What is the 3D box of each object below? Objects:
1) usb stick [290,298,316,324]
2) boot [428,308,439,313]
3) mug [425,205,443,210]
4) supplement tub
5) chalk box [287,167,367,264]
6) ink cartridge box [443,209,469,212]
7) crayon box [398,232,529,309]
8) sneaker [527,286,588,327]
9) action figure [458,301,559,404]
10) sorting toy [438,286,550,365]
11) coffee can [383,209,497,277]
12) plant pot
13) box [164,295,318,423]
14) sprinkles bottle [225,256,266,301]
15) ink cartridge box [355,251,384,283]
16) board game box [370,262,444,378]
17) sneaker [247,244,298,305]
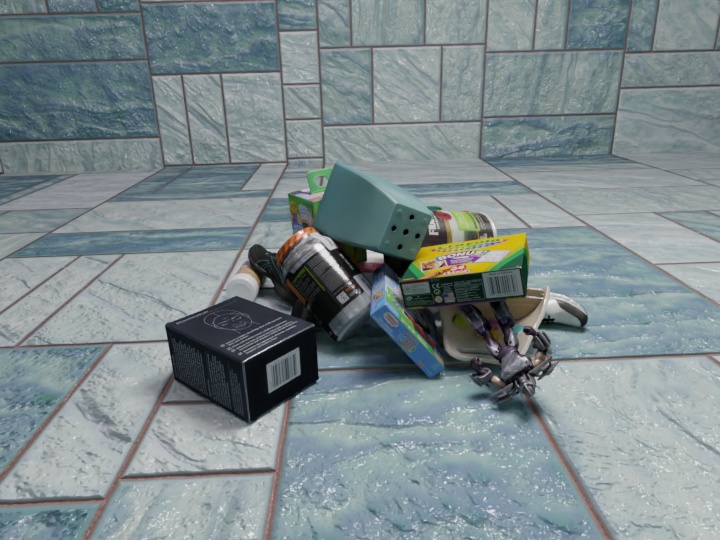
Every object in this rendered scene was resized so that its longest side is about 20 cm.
[{"bbox_3d":[-0.114,0.103,1.051,0.055,0.033,0.200,-2,20,1],"label":"usb stick"},{"bbox_3d":[0.199,0.036,1.095,0.200,0.073,0.090,-13,10,28],"label":"boot"},{"bbox_3d":[0.155,-0.104,1.456,0.152,0.115,0.185,-9,16,8],"label":"mug"},{"bbox_3d":[-0.062,0.022,1.010,0.200,0.123,0.122,49,39,12],"label":"supplement tub"},{"bbox_3d":[-0.071,-0.114,1.151,0.125,0.200,0.124,-17,25,-28],"label":"chalk box"},{"bbox_3d":[0.268,-0.087,1.412,0.067,0.116,0.200,-4,21,-5],"label":"ink cartridge box"},{"bbox_3d":[0.186,-0.001,0.936,0.200,0.058,0.173,-7,20,22],"label":"crayon box"},{"bbox_3d":[0.339,0.079,1.057,0.200,0.074,0.080,17,65,22],"label":"sneaker"},{"bbox_3d":[0.222,0.120,0.833,0.130,0.069,0.200,-29,36,9],"label":"action figure"},{"bbox_3d":[0.224,0.101,0.952,0.200,0.107,0.180,6,29,17],"label":"sorting toy"},{"bbox_3d":[0.164,-0.055,1.136,0.200,0.147,0.146,1,18,-20],"label":"coffee can"},{"bbox_3d":[0.030,-0.099,1.017,0.141,0.142,0.200,14,13,-35],"label":"plant pot"},{"bbox_3d":[-0.191,0.133,0.869,0.200,0.107,0.148,16,27,37],"label":"box"},{"bbox_3d":[-0.254,0.013,1.253,0.068,0.068,0.200,0,20,3],"label":"sprinkles bottle"},{"bbox_3d":[0.000,0.000,1.244,0.144,0.085,0.200,3,22,12],"label":"ink cartridge box"},{"bbox_3d":[0.080,0.080,0.952,0.037,0.151,0.200,-40,14,14],"label":"board game box"},{"bbox_3d":[-0.177,-0.007,1.202,0.200,0.079,0.075,43,15,32],"label":"sneaker"}]
